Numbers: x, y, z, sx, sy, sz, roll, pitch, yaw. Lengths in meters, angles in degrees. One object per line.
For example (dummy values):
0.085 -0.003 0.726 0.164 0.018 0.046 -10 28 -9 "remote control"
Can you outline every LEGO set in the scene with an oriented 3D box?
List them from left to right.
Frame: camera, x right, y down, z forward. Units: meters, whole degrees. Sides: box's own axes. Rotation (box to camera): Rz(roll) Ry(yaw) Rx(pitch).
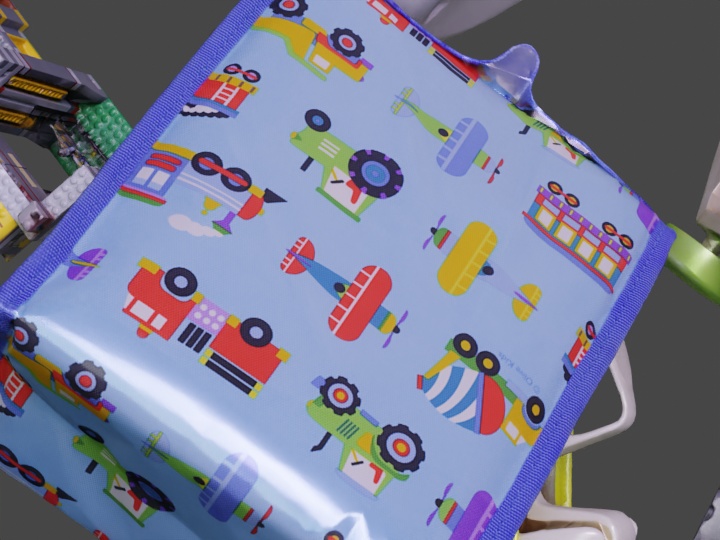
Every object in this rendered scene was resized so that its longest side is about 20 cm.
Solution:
-0.160 -0.044 0.793 0.153 0.116 0.201 -31 82 10 "LEGO set"

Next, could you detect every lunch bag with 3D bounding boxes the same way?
0.000 0.000 0.695 0.150 0.094 0.200 36 60 -1 "lunch bag"

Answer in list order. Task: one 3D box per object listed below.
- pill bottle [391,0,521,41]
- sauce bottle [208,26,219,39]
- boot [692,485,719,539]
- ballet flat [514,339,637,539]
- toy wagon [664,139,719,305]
0.001 -0.183 0.788 0.109 0.109 0.201 -33 82 5 "pill bottle"
-0.024 0.018 0.799 0.066 0.066 0.201 2 85 9 "sauce bottle"
0.189 0.150 0.755 0.199 0.066 0.166 24 98 13 "boot"
0.057 0.066 0.780 0.067 0.067 0.201 -2 82 23 "ballet flat"
0.164 -0.047 0.710 0.040 0.200 0.155 36 92 -14 "toy wagon"
